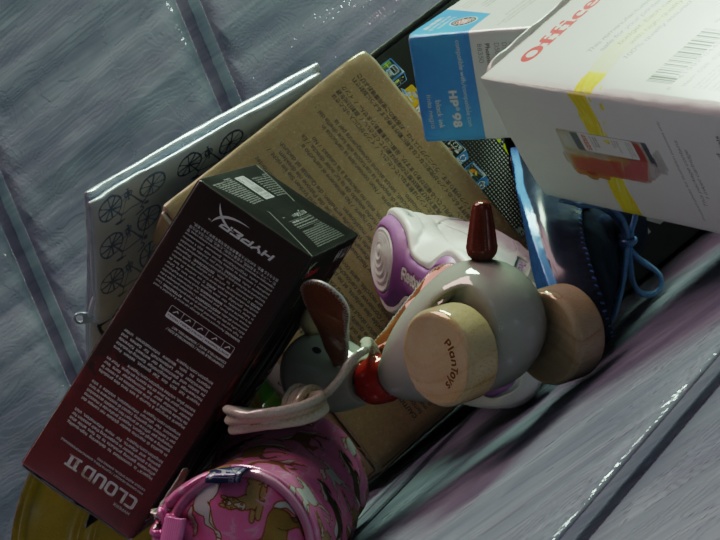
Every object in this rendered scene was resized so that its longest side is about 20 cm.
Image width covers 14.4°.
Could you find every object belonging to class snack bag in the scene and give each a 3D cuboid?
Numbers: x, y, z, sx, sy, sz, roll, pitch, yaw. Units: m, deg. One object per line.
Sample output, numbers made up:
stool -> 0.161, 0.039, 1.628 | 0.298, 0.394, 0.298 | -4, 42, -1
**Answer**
snack bag -> -0.099, -0.016, 1.764 | 0.188, 0.021, 0.201 | -32, -32, -31

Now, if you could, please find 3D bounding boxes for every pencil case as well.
pencil case -> -0.049, 0.124, 1.465 | 0.082, 0.087, 0.200 | -30, 1, 10

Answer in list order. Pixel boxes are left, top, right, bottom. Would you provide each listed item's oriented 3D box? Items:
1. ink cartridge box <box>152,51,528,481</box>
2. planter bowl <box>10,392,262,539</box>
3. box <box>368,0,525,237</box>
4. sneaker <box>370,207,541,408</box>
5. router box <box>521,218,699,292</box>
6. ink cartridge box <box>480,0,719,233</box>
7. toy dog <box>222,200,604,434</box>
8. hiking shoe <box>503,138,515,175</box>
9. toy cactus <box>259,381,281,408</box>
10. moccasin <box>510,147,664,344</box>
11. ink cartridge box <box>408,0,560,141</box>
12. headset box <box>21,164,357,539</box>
ink cartridge box -> 0.000, 0.000, 1.685 | 0.164, 0.200, 0.075 | -38, -4, -17
planter bowl -> -0.106, 0.138, 1.675 | 0.200, 0.083, 0.201 | -38, -36, -34
box -> 0.089, -0.077, 1.827 | 0.044, 0.200, 0.160 | -37, 2, 45
sneaker -> 0.075, 0.015, 1.567 | 0.200, 0.099, 0.075 | -124, 41, -61
router box -> 0.191, -0.058, 1.695 | 0.200, 0.052, 0.157 | -39, 3, -9
ink cartridge box -> 0.179, -0.097, 1.407 | 0.145, 0.084, 0.200 | -40, 27, -20
toy dog -> 0.025, 0.020, 1.446 | 0.199, 0.097, 0.132 | -9, 0, 29
hiking shoe -> 0.137, -0.086, 1.797 | 0.076, 0.199, 0.101 | 14, 77, 60
toy cactus -> -0.015, 0.035, 1.820 | 0.164, 0.103, 0.200 | -26, -13, -11
moccasin -> 0.121, -0.027, 1.526 | 0.068, 0.081, 0.200 | -11, 32, 3
ink cartridge box -> 0.142, -0.124, 1.631 | 0.199, 0.067, 0.116 | -2, 18, 26
headset box -> -0.094, 0.049, 1.521 | 0.201, 0.075, 0.149 | -57, -5, 9
